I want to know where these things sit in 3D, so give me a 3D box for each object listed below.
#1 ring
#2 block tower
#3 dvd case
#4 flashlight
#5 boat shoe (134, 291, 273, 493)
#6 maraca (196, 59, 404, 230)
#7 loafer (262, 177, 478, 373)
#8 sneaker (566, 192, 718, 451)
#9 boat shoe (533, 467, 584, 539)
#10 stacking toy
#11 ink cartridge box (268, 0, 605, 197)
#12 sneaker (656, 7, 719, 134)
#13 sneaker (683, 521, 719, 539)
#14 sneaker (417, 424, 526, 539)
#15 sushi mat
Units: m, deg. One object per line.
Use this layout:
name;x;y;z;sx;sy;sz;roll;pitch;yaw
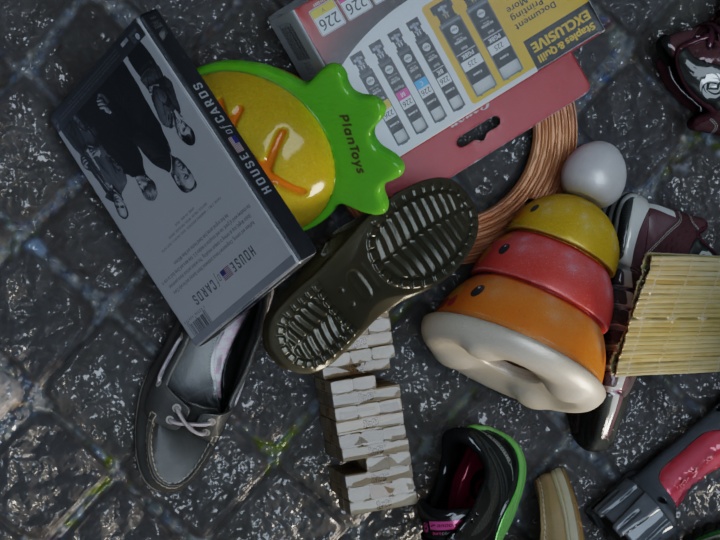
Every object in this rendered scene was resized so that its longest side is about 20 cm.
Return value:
ring;0.068;-0.104;1.645;0.200;0.019;0.201;-1;95;-15
block tower;-0.004;0.077;1.620;0.058;0.054;0.200;-9;95;-15
dvd case;-0.127;-0.061;1.511;0.025;0.150;0.200;-31;85;-41
flashlight;0.273;0.146;1.688;0.200;0.068;0.068;-40;88;-12
boat shoe;-0.114;0.068;1.589;0.067;0.057;0.200;20;88;-15
maraca;-0.060;-0.087;1.538;0.107;0.200;0.137;-48;126;-46
loafer;0.000;0.000;1.557;0.200;0.067;0.076;-36;105;-26
sneaker;0.231;0.046;1.671;0.115;0.076;0.200;9;93;-21
boat shoe;0.139;0.244;1.633;0.069;0.074;0.200;-8;60;7
stacking toy;0.144;-0.006;1.622;0.146;0.146;0.200;28;75;-15
ink cartridge box;0.066;-0.161;1.588;0.200;0.084;0.176;-33;101;-11
sneaker;0.285;-0.196;1.661;0.115;0.076;0.200;3;94;-12
sneaker;0.230;0.252;1.676;0.200;0.085;0.078;-25;99;-9
sneaker;0.069;0.208;1.611;0.084;0.077;0.200;31;57;-44
sushi mat;0.257;0.033;1.640;0.200;0.012;0.096;2;112;-49
